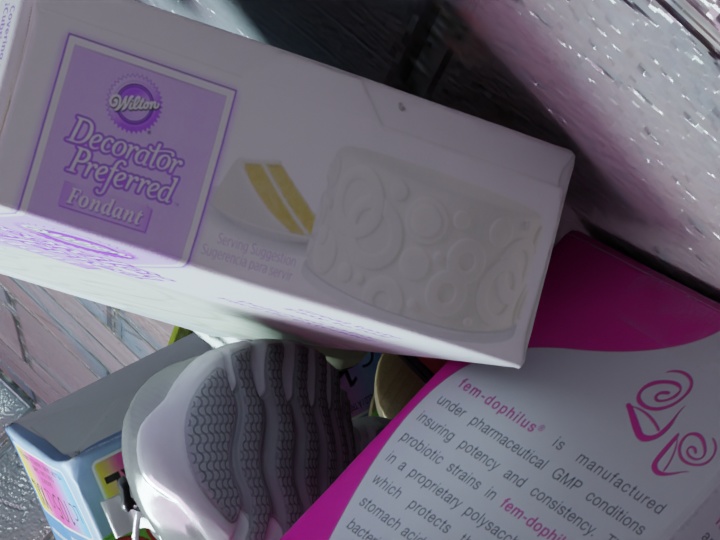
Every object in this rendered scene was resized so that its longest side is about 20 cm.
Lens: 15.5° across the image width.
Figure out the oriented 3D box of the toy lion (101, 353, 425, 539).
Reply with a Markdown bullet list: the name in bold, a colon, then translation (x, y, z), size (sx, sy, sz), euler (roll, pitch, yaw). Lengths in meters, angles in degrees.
- **toy lion**: translation (0.013, 0.129, 0.866), size (0.200, 0.192, 0.069), euler (42, 170, 7)

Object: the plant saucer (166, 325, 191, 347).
- **plant saucer**: translation (-0.035, 0.124, 1.092), size (0.200, 0.048, 0.200), euler (48, -148, -22)

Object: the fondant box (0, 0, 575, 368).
- **fondant box**: translation (-0.057, -0.024, 0.690), size (0.144, 0.058, 0.200), euler (17, 173, -24)

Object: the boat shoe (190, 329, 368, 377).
- **boat shoe**: translation (-0.074, -0.024, 0.885), size (0.201, 0.063, 0.074), euler (43, -154, 22)

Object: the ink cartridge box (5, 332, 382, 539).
- **ink cartridge box**: translation (-0.022, 0.119, 0.959), size (0.076, 0.136, 0.200), euler (23, 137, 65)

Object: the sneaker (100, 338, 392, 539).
- **sneaker**: translation (-0.038, 0.070, 0.754), size (0.200, 0.082, 0.075), euler (48, -144, -72)

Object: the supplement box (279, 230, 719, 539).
- **supplement box**: translation (0.037, 0.103, 0.655), size (0.101, 0.200, 0.103), euler (32, 166, 50)

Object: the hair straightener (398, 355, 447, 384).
- **hair straightener**: translation (0.000, 0.000, 0.825), size (0.200, 0.041, 0.077), euler (38, 168, 30)
